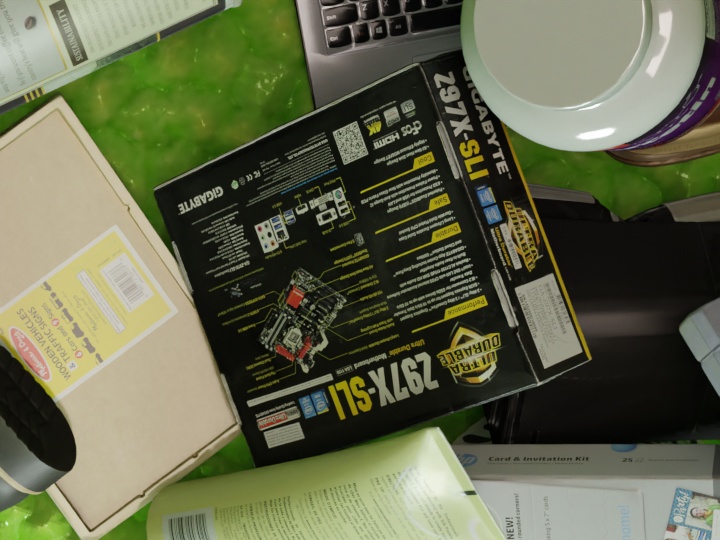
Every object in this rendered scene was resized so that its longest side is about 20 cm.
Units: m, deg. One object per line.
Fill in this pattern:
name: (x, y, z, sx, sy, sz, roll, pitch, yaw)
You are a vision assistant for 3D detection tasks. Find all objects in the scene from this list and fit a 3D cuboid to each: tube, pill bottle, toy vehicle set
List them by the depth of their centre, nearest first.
pill bottle: (0.112, -0.112, 1.073, 0.111, 0.200, 0.114, 1, 94, 17)
tube: (-0.019, 0.120, 1.133, 0.058, 0.199, 0.052, 16, 68, -46)
toy vehicle set: (-0.149, 0.026, 1.192, 0.124, 0.027, 0.201, -35, 101, -4)

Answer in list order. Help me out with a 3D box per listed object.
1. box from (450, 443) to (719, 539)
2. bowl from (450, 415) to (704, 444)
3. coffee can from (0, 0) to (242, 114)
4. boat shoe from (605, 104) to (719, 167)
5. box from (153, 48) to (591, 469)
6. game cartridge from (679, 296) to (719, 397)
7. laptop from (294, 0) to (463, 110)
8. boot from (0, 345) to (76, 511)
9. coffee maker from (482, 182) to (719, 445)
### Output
box: (0.139, 0.164, 1.130, 0.198, 0.041, 0.157, -2, 110, 12)
bowl: (0.124, 0.169, 1.222, 0.199, 0.094, 0.203, -1, 97, -9)
coffee can: (-0.176, -0.153, 1.107, 0.199, 0.146, 0.147, -25, 100, -6)
boat shoe: (0.217, -0.114, 1.206, 0.198, 0.072, 0.068, -16, 122, -11)
box: (0.000, 0.000, 1.128, 0.049, 0.199, 0.161, -22, 90, -48)
game cartridge: (0.259, 0.041, 1.092, 0.199, 0.038, 0.130, -23, 72, -32)
laptop: (0.061, -0.168, 1.162, 0.185, 0.116, 0.202, -11, 98, -8)
boot: (-0.257, 0.061, 1.144, 0.138, 0.078, 0.201, -35, 99, 18)
coffee maker: (0.162, 0.029, 1.164, 0.198, 0.192, 0.136, -3, 113, -8)
